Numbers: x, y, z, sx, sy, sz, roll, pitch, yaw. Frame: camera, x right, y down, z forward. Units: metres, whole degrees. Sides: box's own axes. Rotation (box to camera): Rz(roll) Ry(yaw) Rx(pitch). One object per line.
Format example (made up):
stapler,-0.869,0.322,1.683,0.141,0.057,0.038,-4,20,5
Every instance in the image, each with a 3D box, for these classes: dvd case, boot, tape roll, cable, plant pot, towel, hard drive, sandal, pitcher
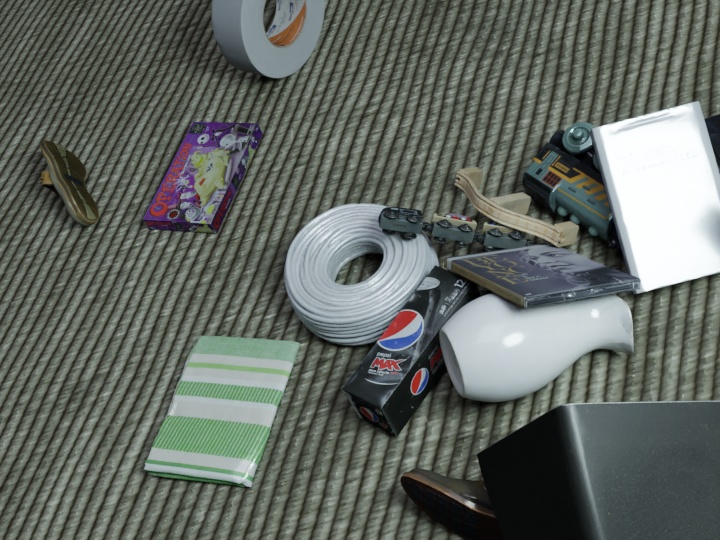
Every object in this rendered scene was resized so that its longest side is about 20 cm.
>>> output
dvd case,0.205,0.002,1.213,0.148,0.016,0.200,-8,15,-20
boot,0.147,0.238,1.115,0.199,0.075,0.097,22,53,21
tape roll,-0.142,-0.407,1.638,0.066,0.201,0.201,20,62,33
cable,0.000,0.000,1.349,0.199,0.069,0.201,-17,49,7
plant pot,0.244,0.234,0.974,0.198,0.200,0.179,2,68,-17
towel,-0.171,0.171,1.308,0.151,0.023,0.201,2,53,21
hard drive,0.361,-0.086,1.235,0.131,0.025,0.201,-14,85,1
sandal,-0.464,-0.133,1.630,0.054,0.080,0.200,-41,52,14
pitcher,0.189,0.064,1.213,0.199,0.122,0.172,-17,29,-8

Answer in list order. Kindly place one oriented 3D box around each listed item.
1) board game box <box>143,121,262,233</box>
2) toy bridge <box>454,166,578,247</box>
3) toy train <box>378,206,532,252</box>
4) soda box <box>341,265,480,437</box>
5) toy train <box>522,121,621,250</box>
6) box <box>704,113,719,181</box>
board game box,-0.235,-0.143,1.578,0.119,0.032,0.201,1,54,26
toy bridge,0.190,-0.081,1.344,0.067,0.027,0.200,-11,34,-37
toy train,0.119,-0.052,1.322,0.198,0.034,0.046,9,27,-8
soda box,0.067,0.094,1.249,0.063,0.071,0.200,22,62,36
toy train,0.300,-0.104,1.322,0.114,0.085,0.200,-48,55,-3
box,0.525,-0.127,1.250,0.199,0.086,0.164,-17,49,7
